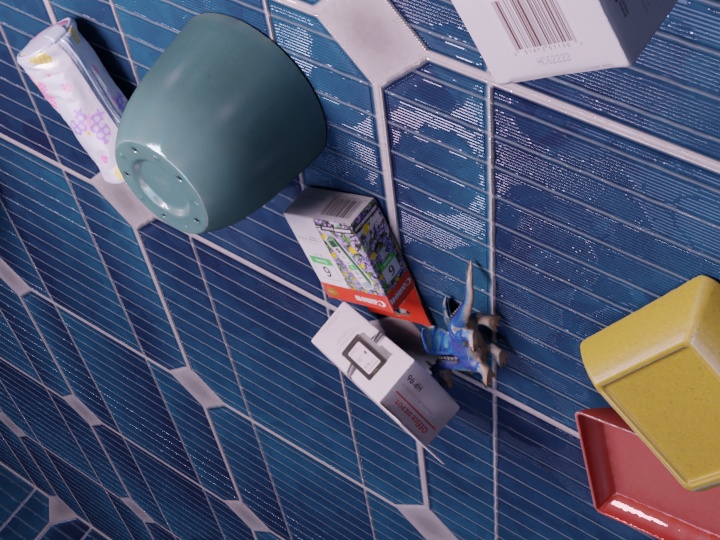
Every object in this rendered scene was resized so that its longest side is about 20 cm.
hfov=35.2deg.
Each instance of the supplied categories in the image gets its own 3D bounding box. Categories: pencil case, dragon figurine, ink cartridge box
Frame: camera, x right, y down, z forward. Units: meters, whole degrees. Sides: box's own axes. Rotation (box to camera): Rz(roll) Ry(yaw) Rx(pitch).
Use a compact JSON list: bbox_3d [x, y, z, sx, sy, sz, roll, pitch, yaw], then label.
[{"bbox_3d":[-0.324,-0.201,1.363,0.201,0.083,0.090,57,164,-26],"label":"pencil case"},{"bbox_3d":[0.106,0.070,1.268,0.098,0.059,0.201,17,146,36],"label":"dragon figurine"},{"bbox_3d":[0.039,0.132,1.343,0.116,0.068,0.200,46,175,-41],"label":"ink cartridge box"},{"bbox_3d":[0.000,0.000,1.306,0.108,0.050,0.202,12,141,42],"label":"ink cartridge box"}]

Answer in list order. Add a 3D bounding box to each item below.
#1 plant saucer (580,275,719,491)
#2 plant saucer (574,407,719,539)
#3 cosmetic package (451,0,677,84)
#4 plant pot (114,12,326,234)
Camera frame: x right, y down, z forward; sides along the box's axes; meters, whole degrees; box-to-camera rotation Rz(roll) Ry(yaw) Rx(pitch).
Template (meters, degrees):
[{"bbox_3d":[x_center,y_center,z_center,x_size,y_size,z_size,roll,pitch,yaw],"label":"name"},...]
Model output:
[{"bbox_3d":[0.315,0.124,1.059,0.200,0.048,0.200,48,146,-1],"label":"plant saucer"},{"bbox_3d":[0.341,0.234,1.241,0.197,0.037,0.202,19,146,35],"label":"plant saucer"},{"bbox_3d":[0.150,-0.202,0.669,0.101,0.201,0.072,2,136,50],"label":"cosmetic package"},{"bbox_3d":[-0.160,-0.137,1.189,0.199,0.162,0.202,30,151,18],"label":"plant pot"}]
